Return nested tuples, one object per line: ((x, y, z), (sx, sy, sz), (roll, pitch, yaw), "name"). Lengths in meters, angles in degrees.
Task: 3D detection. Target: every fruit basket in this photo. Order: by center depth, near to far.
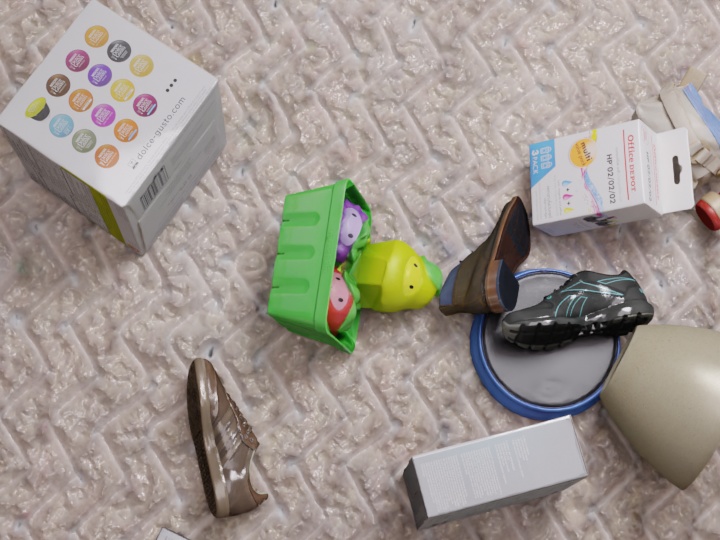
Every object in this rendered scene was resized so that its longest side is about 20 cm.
((0.000, 0.000, 1.581), (0.213, 0.156, 0.218), (-5, 72, 14), "fruit basket")

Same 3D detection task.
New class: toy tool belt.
((0.461, -0.167, 1.652), (0.122, 0.125, 0.201), (-34, 80, -2), "toy tool belt")

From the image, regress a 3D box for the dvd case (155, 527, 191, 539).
((-0.186, 0.425, 1.512), (0.198, 0.025, 0.151), (24, 76, 4), "dvd case")

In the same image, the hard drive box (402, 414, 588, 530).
((0.159, 0.249, 1.508), (0.198, 0.156, 0.078), (-13, 75, -7), "hard drive box")

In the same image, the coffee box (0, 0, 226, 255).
((-0.308, -0.177, 1.575), (0.197, 0.200, 0.201), (33, 76, 7), "coffee box")

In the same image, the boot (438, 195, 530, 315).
((0.161, -0.020, 1.618), (0.096, 0.075, 0.201), (-14, 36, 30), "boot")

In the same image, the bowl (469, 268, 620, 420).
((0.243, 0.092, 1.613), (0.198, 0.039, 0.203), (1, 75, -2), "bowl")

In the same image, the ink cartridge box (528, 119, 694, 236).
((0.323, -0.123, 1.607), (0.198, 0.068, 0.116), (-11, 72, 32), "ink cartridge box")

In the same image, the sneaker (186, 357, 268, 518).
((-0.169, 0.207, 1.559), (0.075, 0.070, 0.202), (-6, 78, -24), "sneaker")

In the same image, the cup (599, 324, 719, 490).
((0.381, 0.146, 1.526), (0.142, 0.200, 0.201), (29, 75, 9), "cup")

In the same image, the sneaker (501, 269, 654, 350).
((0.270, 0.049, 1.579), (0.198, 0.076, 0.080), (-7, 62, -11), "sneaker")
